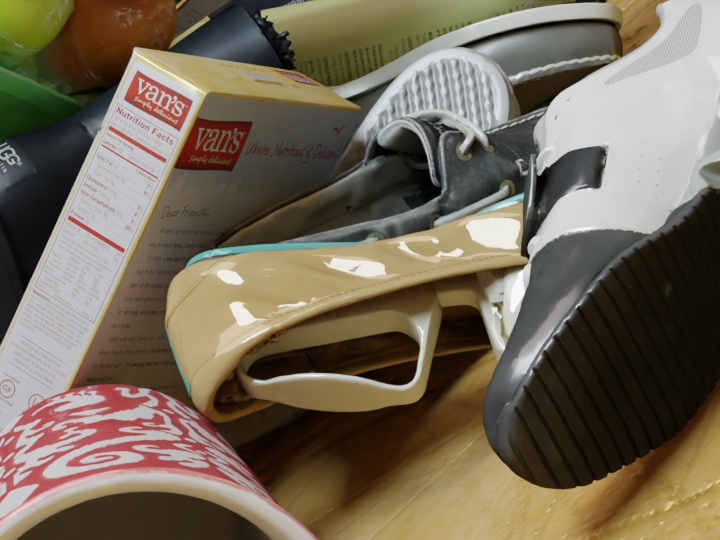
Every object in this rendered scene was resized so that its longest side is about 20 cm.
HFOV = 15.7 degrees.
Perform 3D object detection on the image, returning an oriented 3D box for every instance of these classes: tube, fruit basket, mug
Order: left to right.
[{"bbox_3d":[-0.095,0.102,0.829,0.200,0.176,0.134,-133,57,-78],"label":"mug"},{"bbox_3d":[-0.110,-0.132,1.080,0.200,0.094,0.185,-37,-21,14],"label":"fruit basket"},{"bbox_3d":[0.003,-0.104,1.198,0.198,0.052,0.058,-12,17,-3],"label":"tube"}]

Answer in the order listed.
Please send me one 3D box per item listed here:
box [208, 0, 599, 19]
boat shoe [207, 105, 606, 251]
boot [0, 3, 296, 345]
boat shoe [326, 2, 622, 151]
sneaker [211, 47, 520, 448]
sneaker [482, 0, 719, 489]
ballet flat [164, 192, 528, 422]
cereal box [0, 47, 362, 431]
[{"bbox_3d":[0.005,-0.192,1.310,0.196,0.200,0.118,-21,25,46],"label":"box"},{"bbox_3d":[0.031,-0.025,0.984,0.199,0.071,0.072,-32,30,-27],"label":"boat shoe"},{"bbox_3d":[-0.083,-0.002,1.113,0.167,0.201,0.076,-27,44,-14],"label":"boot"},{"bbox_3d":[0.028,-0.062,1.162,0.200,0.061,0.072,-20,-18,17],"label":"boat shoe"},{"bbox_3d":[0.000,0.000,1.087,0.200,0.074,0.082,-45,-19,4],"label":"sneaker"},{"bbox_3d":[0.083,-0.013,0.841,0.088,0.074,0.200,13,52,38],"label":"sneaker"},{"bbox_3d":[0.032,0.016,0.907,0.198,0.069,0.063,-11,55,4],"label":"ballet flat"},{"bbox_3d":[-0.081,0.016,0.988,0.201,0.039,0.144,-64,-20,10],"label":"cereal box"}]
